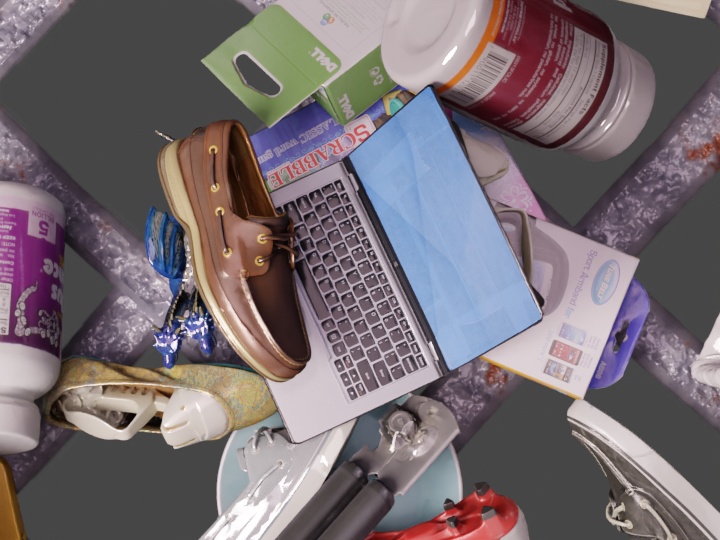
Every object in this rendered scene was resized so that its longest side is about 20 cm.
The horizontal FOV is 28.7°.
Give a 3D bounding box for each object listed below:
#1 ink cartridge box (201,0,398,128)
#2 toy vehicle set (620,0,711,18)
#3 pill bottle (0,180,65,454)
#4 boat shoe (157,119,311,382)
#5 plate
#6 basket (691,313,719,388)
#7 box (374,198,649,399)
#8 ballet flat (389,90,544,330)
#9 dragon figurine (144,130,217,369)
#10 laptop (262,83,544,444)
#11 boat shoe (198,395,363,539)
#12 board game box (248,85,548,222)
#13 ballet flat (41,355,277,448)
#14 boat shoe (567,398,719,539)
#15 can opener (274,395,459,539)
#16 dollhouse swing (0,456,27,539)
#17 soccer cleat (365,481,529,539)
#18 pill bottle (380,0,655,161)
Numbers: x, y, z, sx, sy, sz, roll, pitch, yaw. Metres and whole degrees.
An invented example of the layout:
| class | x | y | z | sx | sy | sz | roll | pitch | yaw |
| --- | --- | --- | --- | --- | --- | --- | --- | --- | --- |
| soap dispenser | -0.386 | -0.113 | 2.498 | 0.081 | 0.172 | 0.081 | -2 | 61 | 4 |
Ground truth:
| class | x | y | z | sx | sy | sz | roll | pitch | yaw |
| --- | --- | --- | --- | --- | --- | --- | --- | --- | --- |
| ink cartridge box | -0.014 | -0.186 | 1.127 | 0.200 | 0.059 | 0.104 | -39 | 58 | -7 |
| toy vehicle set | 0.183 | -0.262 | 1.125 | 0.200 | 0.124 | 0.027 | 13 | 129 | 4 |
| pill bottle | -0.290 | 0.039 | 1.108 | 0.112 | 0.112 | 0.200 | -3 | 72 | 3 |
| boat shoe | -0.082 | -0.017 | 1.027 | 0.068 | 0.072 | 0.200 | -29 | 78 | 28 |
| plate | -0.016 | 0.180 | 1.144 | 0.200 | 0.026 | 0.200 | 0 | 86 | 4 |
| basket | 0.376 | 0.028 | 1.050 | 0.161 | 0.198 | 0.200 | 26 | 87 | 1 |
| box | 0.124 | 0.017 | 1.101 | 0.200 | 0.041 | 0.119 | 22 | 87 | 6 |
| ballet flat | 0.085 | -0.048 | 1.061 | 0.068 | 0.068 | 0.200 | -20 | 92 | -10 |
| dragon figurine | -0.138 | -0.022 | 1.130 | 0.059 | 0.099 | 0.200 | -4 | 85 | 3 |
| laptop | 0.000 | 0.000 | 1.032 | 0.200 | 0.116 | 0.187 | -24 | 81 | -3 |
| boat shoe | -0.068 | 0.161 | 1.101 | 0.071 | 0.070 | 0.201 | 34 | 91 | 2 |
| board game box | 0.029 | -0.060 | 1.152 | 0.200 | 0.041 | 0.200 | -29 | 85 | 0 |
| ballet flat | -0.162 | 0.110 | 1.123 | 0.200 | 0.071 | 0.071 | 5 | 86 | 15 |
| boat shoe | 0.229 | 0.185 | 1.106 | 0.200 | 0.071 | 0.064 | 44 | 88 | 4 |
| can opener | 0.002 | 0.179 | 1.076 | 0.053 | 0.067 | 0.200 | 33 | 71 | 31 |
| dollhouse swing | -0.265 | 0.196 | 1.069 | 0.176 | 0.200 | 0.182 | -13 | 85 | 3 |
| soccer cleat | 0.038 | 0.232 | 1.094 | 0.200 | 0.069 | 0.085 | -22 | 115 | 10 |
| pill bottle | 0.125 | -0.160 | 1.075 | 0.200 | 0.114 | 0.114 | 20 | 86 | -35 |
